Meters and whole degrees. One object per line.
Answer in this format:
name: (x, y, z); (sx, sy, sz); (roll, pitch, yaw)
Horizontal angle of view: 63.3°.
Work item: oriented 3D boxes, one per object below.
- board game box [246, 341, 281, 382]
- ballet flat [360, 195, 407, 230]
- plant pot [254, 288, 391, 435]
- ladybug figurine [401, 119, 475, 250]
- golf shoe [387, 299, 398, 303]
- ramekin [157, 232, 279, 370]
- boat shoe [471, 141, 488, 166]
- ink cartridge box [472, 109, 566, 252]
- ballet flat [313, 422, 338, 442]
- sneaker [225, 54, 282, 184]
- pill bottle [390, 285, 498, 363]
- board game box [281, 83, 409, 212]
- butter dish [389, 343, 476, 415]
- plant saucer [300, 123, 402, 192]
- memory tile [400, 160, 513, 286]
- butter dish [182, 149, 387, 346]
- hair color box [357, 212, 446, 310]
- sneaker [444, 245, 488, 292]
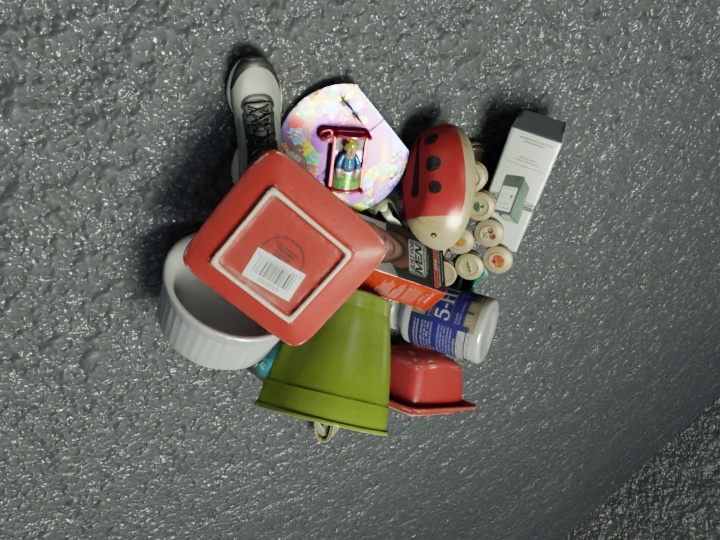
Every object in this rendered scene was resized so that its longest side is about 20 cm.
board game box: (-0.169, 0.107, 1.017); (0.135, 0.028, 0.200); (-37, 135, 0)
ballet flat: (0.056, -0.057, 0.990); (0.068, 0.075, 0.200); (-39, 135, -8)
plant pot: (-0.037, 0.126, 0.871); (0.200, 0.200, 0.193); (24, 73, -41)
ladybug figurine: (0.112, -0.132, 0.889); (0.072, 0.136, 0.200); (6, 82, -32)
golf shoe: (0.000, 0.000, 0.990); (0.200, 0.097, 0.078); (15, 97, -30)
ramekin: (-0.191, 0.045, 0.840); (0.200, 0.201, 0.098); (2, 139, -33)
boat shoe: (0.171, -0.120, 1.012); (0.075, 0.075, 0.203); (7, 120, -35)
ink cartridge box: (0.269, -0.153, 0.991); (0.146, 0.084, 0.200); (-52, 160, -56)
ballet flat: (-0.066, 0.271, 1.174); (0.069, 0.069, 0.200); (-13, 129, -23)
sneaker: (-0.133, -0.183, 0.777); (0.074, 0.079, 0.200); (-11, 128, -22)
pill bottle: (0.136, 0.083, 1.053); (0.120, 0.200, 0.120); (-45, 143, -50)
board game box: (-0.022, -0.162, 0.845); (0.158, 0.039, 0.200); (-38, 122, 10)
butter dish: (0.111, 0.197, 1.164); (0.200, 0.199, 0.148); (8, 90, -41)
plant saucer: (0.002, -0.174, 0.908); (0.200, 0.019, 0.070); (9, 119, -35)
memory tile: (0.160, -0.073, 0.979); (0.153, 0.017, 0.200); (-13, 110, 27)
butter dish: (-0.096, -0.040, 0.779); (0.200, 0.148, 0.199); (39, 106, -14)
hair color box: (0.032, -0.018, 0.905); (0.200, 0.102, 0.061); (17, 141, -21)
sneaker: (0.169, 0.040, 1.125); (0.078, 0.091, 0.200); (20, 112, -39)
